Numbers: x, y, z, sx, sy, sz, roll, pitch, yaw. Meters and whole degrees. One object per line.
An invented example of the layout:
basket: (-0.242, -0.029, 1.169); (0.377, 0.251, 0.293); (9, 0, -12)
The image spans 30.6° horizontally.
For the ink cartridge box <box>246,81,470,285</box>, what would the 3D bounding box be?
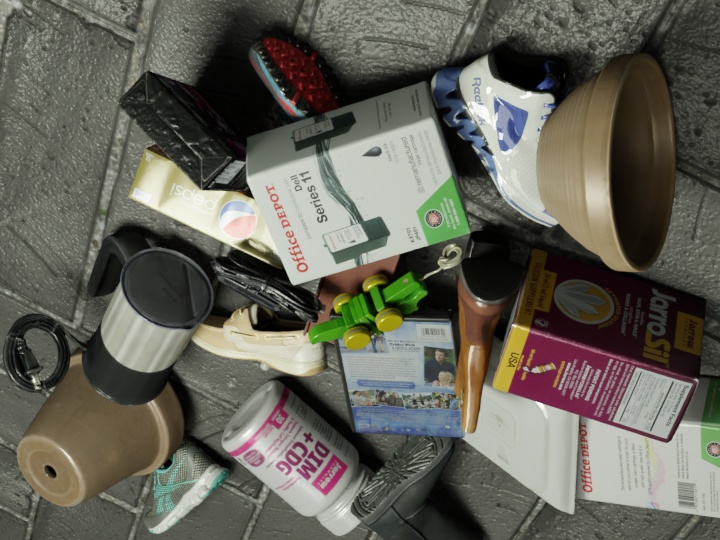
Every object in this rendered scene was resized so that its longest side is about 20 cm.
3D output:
ink cartridge box: (-0.003, -0.086, 1.343); (0.198, 0.083, 0.147); (-17, 124, 9)

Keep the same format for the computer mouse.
computer mouse: (-0.112, 0.008, 1.532); (0.138, 0.053, 0.200); (28, 174, -10)

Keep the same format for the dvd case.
dvd case: (0.046, 0.122, 1.543); (0.141, 0.018, 0.201); (2, 132, 13)

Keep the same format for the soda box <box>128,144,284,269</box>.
soda box: (-0.158, -0.076, 1.508); (0.199, 0.068, 0.064); (26, 107, 4)

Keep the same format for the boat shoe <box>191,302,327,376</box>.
boat shoe: (-0.126, 0.073, 1.635); (0.199, 0.074, 0.070); (12, 109, 26)

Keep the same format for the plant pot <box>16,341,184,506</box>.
plant pot: (-0.362, 0.220, 1.767); (0.199, 0.175, 0.202); (15, 124, 23)

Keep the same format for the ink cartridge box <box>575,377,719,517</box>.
ink cartridge box: (0.340, 0.195, 1.500); (0.198, 0.084, 0.146); (4, 128, 22)

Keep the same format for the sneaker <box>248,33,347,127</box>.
sneaker: (-0.063, -0.157, 1.401); (0.095, 0.080, 0.200); (-23, 115, 39)

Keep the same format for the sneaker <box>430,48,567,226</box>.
sneaker: (0.171, -0.142, 1.302); (0.199, 0.081, 0.115); (46, 134, -13)

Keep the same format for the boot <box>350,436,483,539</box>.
boot: (0.103, 0.313, 1.711); (0.165, 0.066, 0.200); (-42, 121, 4)

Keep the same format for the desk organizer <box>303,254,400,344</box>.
desk organizer: (0.000, 0.000, 1.508); (0.076, 0.072, 0.201); (22, 133, 3)

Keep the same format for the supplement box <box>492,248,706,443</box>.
supplement box: (0.255, 0.079, 1.403); (0.198, 0.131, 0.104); (17, 132, 4)

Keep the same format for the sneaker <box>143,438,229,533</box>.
sneaker: (-0.267, 0.307, 1.900); (0.091, 0.078, 0.200); (49, 129, 3)

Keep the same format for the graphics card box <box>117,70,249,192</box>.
graphics card box: (-0.169, -0.141, 1.375); (0.051, 0.200, 0.126); (-44, 86, 8)

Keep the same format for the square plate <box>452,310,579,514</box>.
square plate: (0.172, 0.171, 1.535); (0.200, 0.028, 0.199); (34, 142, 39)

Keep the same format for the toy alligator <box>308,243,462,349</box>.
toy alligator: (0.036, 0.037, 1.444); (0.199, 0.060, 0.054); (-30, 143, 13)

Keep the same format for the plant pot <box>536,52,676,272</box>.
plant pot: (0.224, -0.101, 1.232); (0.092, 0.201, 0.202); (3, 129, 29)

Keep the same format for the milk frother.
milk frother: (-0.312, 0.070, 1.610); (0.180, 0.200, 0.188); (44, 137, 9)

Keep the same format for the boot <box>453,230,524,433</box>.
boot: (0.120, 0.078, 1.401); (0.068, 0.188, 0.202); (6, 108, -6)

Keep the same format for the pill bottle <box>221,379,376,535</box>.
pill bottle: (-0.074, 0.247, 1.718); (0.200, 0.114, 0.113); (42, 132, -13)
